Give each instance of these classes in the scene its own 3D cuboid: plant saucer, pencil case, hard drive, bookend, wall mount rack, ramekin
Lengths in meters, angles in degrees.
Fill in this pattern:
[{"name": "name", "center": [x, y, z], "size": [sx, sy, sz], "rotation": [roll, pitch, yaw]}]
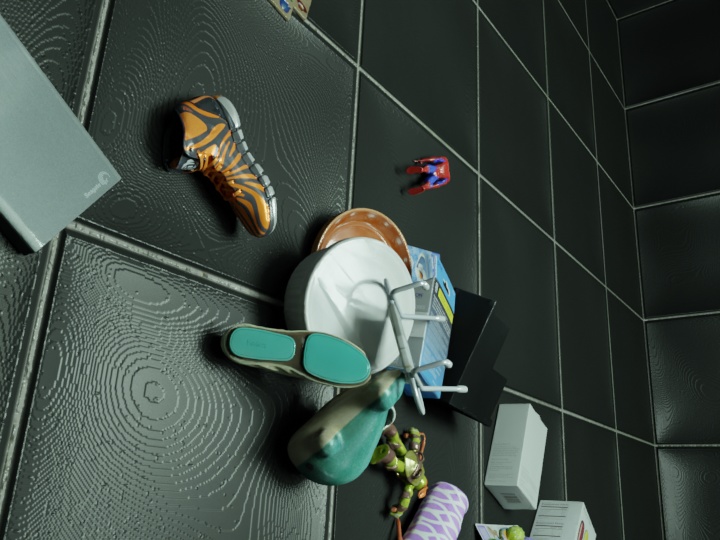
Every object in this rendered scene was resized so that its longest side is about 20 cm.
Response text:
[{"name": "plant saucer", "center": [0.000, 0.000, 1.089], "size": [0.200, 0.032, 0.201], "rotation": [1, 88, -38]}, {"name": "pencil case", "center": [0.118, 0.454, 1.136], "size": [0.200, 0.084, 0.086], "rotation": [-43, 152, -48]}, {"name": "hard drive", "center": [-0.349, -0.135, 0.669], "size": [0.200, 0.033, 0.140], "rotation": [59, 39, -27]}, {"name": "bookend", "center": [0.211, 0.167, 1.257], "size": [0.199, 0.092, 0.201], "rotation": [36, 77, -50]}, {"name": "wall mount rack", "center": [0.093, 0.104, 0.944], "size": [0.174, 0.074, 0.201], "rotation": [60, 14, -64]}, {"name": "ramekin", "center": [-0.023, 0.052, 0.991], "size": [0.202, 0.094, 0.203], "rotation": [2, 87, -38]}]

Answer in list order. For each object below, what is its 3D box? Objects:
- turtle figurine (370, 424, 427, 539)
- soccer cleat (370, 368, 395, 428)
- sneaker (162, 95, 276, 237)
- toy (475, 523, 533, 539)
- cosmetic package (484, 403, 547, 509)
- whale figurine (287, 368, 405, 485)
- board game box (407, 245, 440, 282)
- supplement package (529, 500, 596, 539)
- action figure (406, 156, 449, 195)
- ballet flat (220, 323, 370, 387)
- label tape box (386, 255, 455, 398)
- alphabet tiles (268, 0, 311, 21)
[{"name": "turtle figurine", "center": [0.071, 0.332, 1.112], "size": [0.161, 0.064, 0.200], "rotation": [52, 43, -33]}, {"name": "soccer cleat", "center": [0.028, 0.212, 1.066], "size": [0.200, 0.085, 0.069], "rotation": [-45, 117, -50]}, {"name": "sneaker", "center": [-0.190, -0.125, 0.868], "size": [0.112, 0.077, 0.201], "rotation": [-30, 95, -49]}, {"name": "toy", "center": [0.323, 0.567, 1.378], "size": [0.200, 0.047, 0.115], "rotation": [22, 30, -46]}, {"name": "cosmetic package", "center": [0.344, 0.405, 1.469], "size": [0.113, 0.081, 0.200], "rotation": [53, 41, -33]}, {"name": "whale figurine", "center": [-0.007, 0.217, 0.911], "size": [0.104, 0.200, 0.159], "rotation": [50, 25, 5]}, {"name": "board game box", "center": [0.088, 0.056, 1.229], "size": [0.199, 0.043, 0.201], "rotation": [11, 73, -52]}, {"name": "supplement package", "center": [0.458, 0.644, 1.540], "size": [0.200, 0.109, 0.114], "rotation": [-51, 122, -48]}, {"name": "action figure", "center": [0.144, -0.199, 1.373], "size": [0.200, 0.051, 0.066], "rotation": [-28, 110, -59]}, {"name": "ballet flat", "center": [-0.083, 0.109, 0.878], "size": [0.199, 0.062, 0.068], "rotation": [17, 72, -11]}, {"name": "label tape box", "center": [0.104, 0.096, 1.123], "size": [0.143, 0.066, 0.201], "rotation": [56, 40, -55]}, {"name": "alphabet tiles", "center": [-0.143, -0.511, 1.086], "size": [0.200, 0.008, 0.168], "rotation": [39, 51, -44]}]
